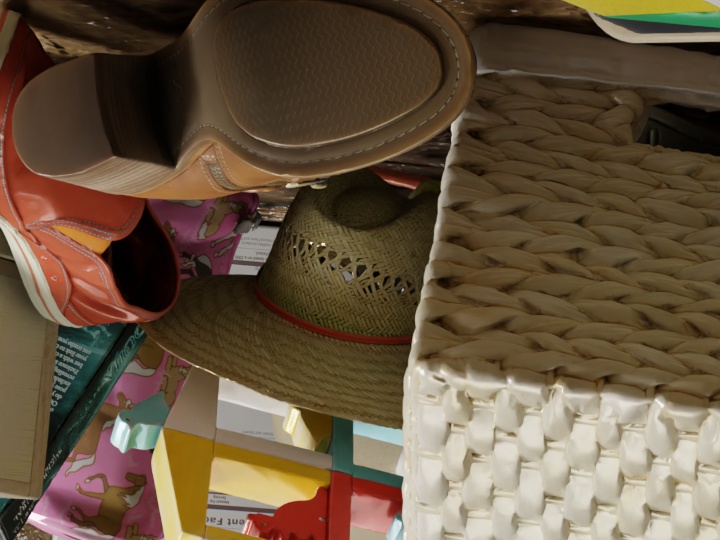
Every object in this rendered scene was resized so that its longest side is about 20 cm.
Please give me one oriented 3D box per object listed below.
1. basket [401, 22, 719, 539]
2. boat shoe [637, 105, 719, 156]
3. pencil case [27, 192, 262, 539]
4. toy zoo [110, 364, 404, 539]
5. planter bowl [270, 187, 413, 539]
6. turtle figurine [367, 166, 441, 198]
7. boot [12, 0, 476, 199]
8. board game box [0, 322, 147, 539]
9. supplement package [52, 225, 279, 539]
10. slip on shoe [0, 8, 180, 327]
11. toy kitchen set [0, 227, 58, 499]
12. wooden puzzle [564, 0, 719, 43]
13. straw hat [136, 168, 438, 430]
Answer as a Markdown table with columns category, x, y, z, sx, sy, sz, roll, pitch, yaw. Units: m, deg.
| category | x | y | z | sx | sy | sz | roll | pitch | yaw |
| --- | --- | --- | --- | --- | --- | --- | --- | --- | --- |
| basket | 0.120 | 0.033 | 1.096 | 0.197 | 0.162 | 0.201 | 9 | 145 | 6 |
| boat shoe | 0.148 | -0.032 | 1.219 | 0.199 | 0.072 | 0.068 | 7 | 179 | 13 |
| pencil case | -0.112 | 0.036 | 1.372 | 0.086 | 0.201 | 0.083 | 13 | 177 | 42 |
| toy zoo | -0.008 | 0.092 | 1.199 | 0.199 | 0.021 | 0.132 | 14 | -148 | -9 |
| planter bowl | 0.032 | 0.042 | 1.504 | 0.199 | 0.201 | 0.135 | 0 | 146 | 28 |
| turtle figurine | 0.075 | 0.010 | 1.364 | 0.200 | 0.065 | 0.161 | 37 | 173 | -2 |
| boot | -0.013 | -0.061 | 1.083 | 0.199 | 0.077 | 0.155 | -15 | 172 | 32 |
| board game box | -0.210 | 0.028 | 1.316 | 0.199 | 0.136 | 0.028 | 24 | 154 | 19 |
| supplement package | -0.103 | 0.078 | 1.713 | 0.150 | 0.201 | 0.152 | 5 | 174 | -5 |
| slip on shoe | -0.118 | -0.039 | 1.158 | 0.061 | 0.074 | 0.200 | 5 | 150 | 15 |
| toy kitchen set | -0.253 | -0.004 | 1.224 | 0.199 | 0.182 | 0.163 | 1 | 171 | 29 |
| wooden puzzle | 0.123 | -0.095 | 0.866 | 0.184 | 0.038 | 0.200 | 1 | 172 | 25 |
| straw hat | 0.000 | 0.000 | 1.266 | 0.200 | 0.086 | 0.201 | 15 | -168 | -3 |
